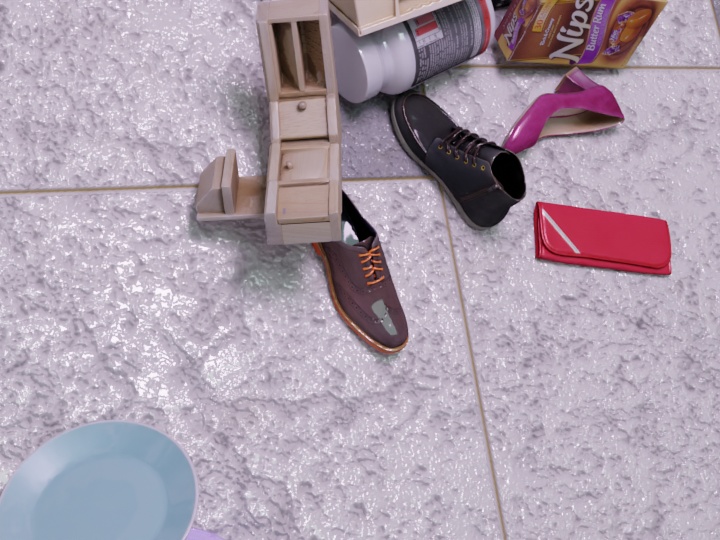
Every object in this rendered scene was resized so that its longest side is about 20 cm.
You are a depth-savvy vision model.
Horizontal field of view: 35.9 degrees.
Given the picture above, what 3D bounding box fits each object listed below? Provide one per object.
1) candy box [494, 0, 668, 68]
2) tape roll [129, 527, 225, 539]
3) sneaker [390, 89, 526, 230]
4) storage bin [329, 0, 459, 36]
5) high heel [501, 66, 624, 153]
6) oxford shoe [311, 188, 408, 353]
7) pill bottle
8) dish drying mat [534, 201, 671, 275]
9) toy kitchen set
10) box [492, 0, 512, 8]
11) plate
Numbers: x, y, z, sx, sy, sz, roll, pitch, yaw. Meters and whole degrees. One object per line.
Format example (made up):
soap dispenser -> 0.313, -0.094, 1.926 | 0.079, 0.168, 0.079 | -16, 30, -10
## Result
candy box -> 0.284, -0.325, 1.435 | 0.197, 0.117, 0.057 | -1, 52, -27
tape roll -> -0.185, 0.357, 1.084 | 0.196, 0.066, 0.204 | 6, 72, -18
sneaker -> 0.123, -0.151, 1.339 | 0.075, 0.106, 0.201 | -40, 90, -26
storage bin -> 0.044, -0.379, 1.304 | 0.196, 0.200, 0.095 | -21, 125, -12
high heel -> 0.260, -0.182, 1.425 | 0.096, 0.068, 0.200 | 43, 50, 8
oxford shoe -> 0.000, 0.000, 1.263 | 0.071, 0.072, 0.202 | -28, 85, -26
pill bottle -> 0.058, -0.284, 1.351 | 0.198, 0.116, 0.117 | -29, 85, -26
dish drying mat -> 0.313, -0.041, 1.426 | 0.196, 0.018, 0.078 | 6, 70, -19
toy kitchen set -> -0.106, -0.155, 1.188 | 0.160, 0.183, 0.202 | -4, 42, 2
box -> 0.157, -0.457, 1.426 | 0.122, 0.148, 0.203 | -16, 79, -23
plate -> -0.253, 0.232, 1.077 | 0.196, 0.026, 0.202 | -1, 45, 1
